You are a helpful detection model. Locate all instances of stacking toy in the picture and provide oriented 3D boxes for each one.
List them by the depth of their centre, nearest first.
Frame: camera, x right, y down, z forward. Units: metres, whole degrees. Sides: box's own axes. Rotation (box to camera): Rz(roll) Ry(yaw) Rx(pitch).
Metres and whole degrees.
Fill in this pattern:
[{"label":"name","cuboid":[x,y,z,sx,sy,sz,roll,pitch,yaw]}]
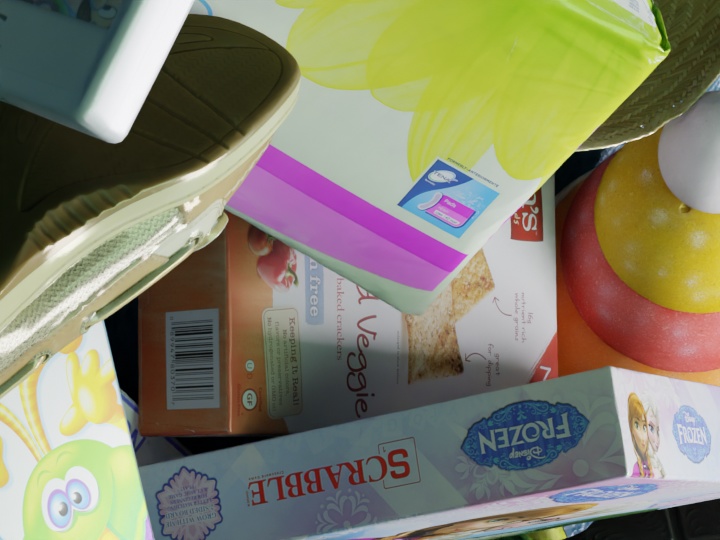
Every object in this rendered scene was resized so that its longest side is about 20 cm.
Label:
[{"label":"stacking toy","cuboid":[0.142,-0.017,0.969,0.147,0.146,0.200,-53,166,-16]}]

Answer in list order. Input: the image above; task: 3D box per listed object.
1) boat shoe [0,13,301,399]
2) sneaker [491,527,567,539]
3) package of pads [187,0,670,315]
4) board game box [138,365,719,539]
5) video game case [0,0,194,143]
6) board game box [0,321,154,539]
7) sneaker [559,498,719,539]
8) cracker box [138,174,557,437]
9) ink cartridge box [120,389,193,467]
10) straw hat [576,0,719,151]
[{"label":"boat shoe","cuboid":[-0.094,-0.010,0.684,0.201,0.073,0.063,-45,155,-37]},{"label":"sneaker","cuboid":[0.065,0.161,1.079,0.083,0.074,0.201,-23,132,-3]},{"label":"package of pads","cuboid":[-0.010,-0.090,0.770,0.199,0.068,0.155,29,122,-24]},{"label":"board game box","cuboid":[0.046,0.082,0.886,0.200,0.198,0.042,11,67,-62]},{"label":"video game case","cuboid":[-0.092,-0.153,0.696,0.024,0.181,0.201,32,82,-48]},{"label":"board game box","cuboid":[-0.146,0.054,0.744,0.103,0.104,0.202,-20,102,-39]},{"label":"sneaker","cuboid":[0.126,0.159,1.005,0.199,0.076,0.116,-14,147,6]},{"label":"cracker box","cuboid":[0.000,0.000,0.918,0.199,0.057,0.135,3,84,-47]},{"label":"ink cartridge box","cuboid":[-0.120,0.160,0.893,0.201,0.043,0.198,-57,137,-15]},{"label":"straw hat","cuboid":[0.058,-0.116,0.932,0.201,0.201,0.085,-36,169,-30]}]
